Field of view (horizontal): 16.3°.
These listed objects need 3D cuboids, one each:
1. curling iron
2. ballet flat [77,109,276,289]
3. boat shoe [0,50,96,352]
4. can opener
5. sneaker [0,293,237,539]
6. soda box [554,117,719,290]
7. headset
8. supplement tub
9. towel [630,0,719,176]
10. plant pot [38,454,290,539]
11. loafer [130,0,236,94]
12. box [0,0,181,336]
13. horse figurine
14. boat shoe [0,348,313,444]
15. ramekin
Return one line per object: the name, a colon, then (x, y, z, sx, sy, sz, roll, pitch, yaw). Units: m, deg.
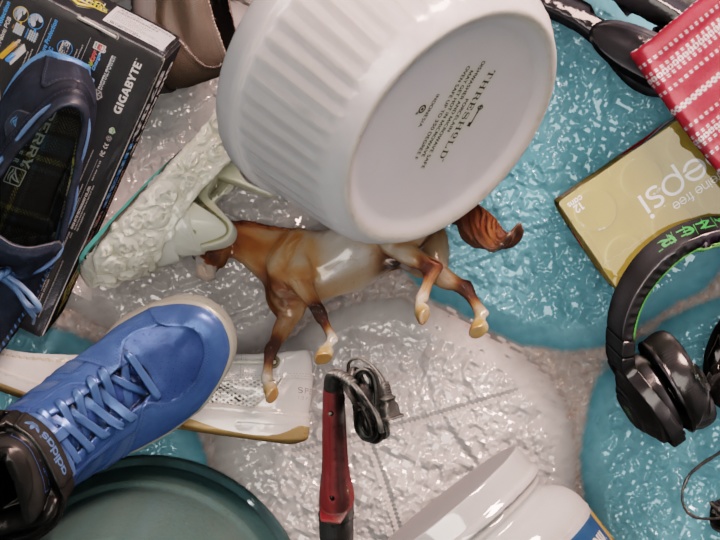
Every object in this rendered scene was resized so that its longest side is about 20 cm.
curling iron: (-0.008, 0.140, 1.489, 0.049, 0.025, 0.201, 32, 130, 33)
ballet flat: (-0.084, -0.055, 1.494, 0.072, 0.072, 0.200, 41, 85, 0)
boat shoe: (-0.207, -0.028, 1.440, 0.084, 0.069, 0.201, 9, 114, -18)
can opener: (0.132, -0.166, 1.502, 0.200, 0.079, 0.064, 34, 88, 13)
sneaker: (-0.160, 0.091, 1.423, 0.199, 0.111, 0.077, -29, 101, 13)
soda box: (0.215, -0.070, 1.499, 0.200, 0.064, 0.068, -35, 92, 3)
headset: (0.213, 0.069, 1.479, 0.123, 0.094, 0.201, -14, 117, -14)
supplement tub: (0.106, 0.219, 1.473, 0.144, 0.145, 0.200, -38, 91, 3)
towel: (0.269, -0.090, 1.449, 0.144, 0.022, 0.200, -39, 94, -3)
plant pot: (-0.133, 0.218, 1.457, 0.199, 0.196, 0.201, 0, 92, 1)
loafer: (-0.096, -0.206, 1.501, 0.071, 0.073, 0.201, 3, 102, 15)
box: (-0.217, -0.082, 1.495, 0.158, 0.046, 0.201, 26, 112, 1)
horse figurine: (0.000, 0.000, 1.499, 0.199, 0.133, 0.050, -19, 136, 3)
boat shoe: (-0.126, 0.059, 1.518, 0.199, 0.071, 0.070, 8, 86, -2)
ramekin: (0.023, -0.106, 1.424, 0.203, 0.202, 0.094, -49, 57, 3)
